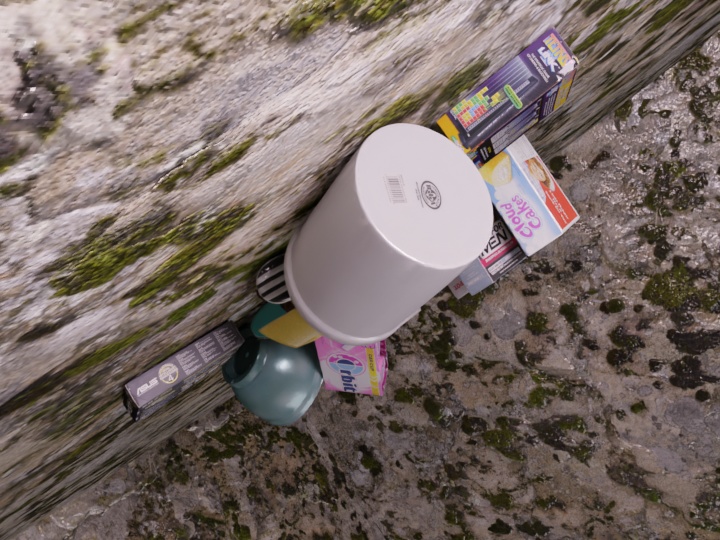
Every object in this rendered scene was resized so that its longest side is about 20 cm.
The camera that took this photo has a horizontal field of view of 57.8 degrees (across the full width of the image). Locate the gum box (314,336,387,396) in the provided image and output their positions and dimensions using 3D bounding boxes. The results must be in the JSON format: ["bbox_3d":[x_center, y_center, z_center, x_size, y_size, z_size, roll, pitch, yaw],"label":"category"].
[{"bbox_3d":[-0.015,0.140,1.175,0.202,0.111,0.067,82,17,-49],"label":"gum box"}]

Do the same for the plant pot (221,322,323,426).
[{"bbox_3d":[-0.180,0.179,1.249,0.199,0.203,0.133,-37,133,26],"label":"plant pot"}]

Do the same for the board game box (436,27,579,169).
[{"bbox_3d":[0.185,-0.203,0.824,0.164,0.057,0.200,-39,174,12],"label":"board game box"}]

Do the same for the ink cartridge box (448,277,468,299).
[{"bbox_3d":[0.200,-0.083,1.190,0.143,0.202,0.145,-31,174,-31],"label":"ink cartridge box"}]

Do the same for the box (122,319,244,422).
[{"bbox_3d":[-0.300,0.172,1.101,0.198,0.050,0.161,-33,176,-28],"label":"box"}]

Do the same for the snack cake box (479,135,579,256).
[{"bbox_3d":[0.243,-0.135,1.001,0.067,0.202,0.114,-36,174,33],"label":"snack cake box"}]

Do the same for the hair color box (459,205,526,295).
[{"bbox_3d":[0.167,-0.076,1.041,0.098,0.202,0.061,-30,174,-36],"label":"hair color box"}]

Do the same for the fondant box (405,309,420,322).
[{"bbox_3d":[0.003,0.097,1.312,0.198,0.059,0.143,-16,-170,43],"label":"fondant box"}]

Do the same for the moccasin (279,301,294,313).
[{"bbox_3d":[-0.046,0.005,1.062,0.199,0.078,0.074,-32,163,-27],"label":"moccasin"}]

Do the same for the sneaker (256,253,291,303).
[{"bbox_3d":[-0.064,-0.013,0.916,0.197,0.077,0.115,-24,178,-21],"label":"sneaker"}]

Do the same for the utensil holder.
[{"bbox_3d":[0.026,-0.033,0.703,0.169,0.171,0.200,-31,172,-35],"label":"utensil holder"}]

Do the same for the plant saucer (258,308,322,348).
[{"bbox_3d":[-0.035,0.055,0.972,0.197,0.049,0.200,-30,176,5],"label":"plant saucer"}]

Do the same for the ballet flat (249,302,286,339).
[{"bbox_3d":[-0.111,0.050,1.170,0.199,0.068,0.075,-40,-177,9],"label":"ballet flat"}]
